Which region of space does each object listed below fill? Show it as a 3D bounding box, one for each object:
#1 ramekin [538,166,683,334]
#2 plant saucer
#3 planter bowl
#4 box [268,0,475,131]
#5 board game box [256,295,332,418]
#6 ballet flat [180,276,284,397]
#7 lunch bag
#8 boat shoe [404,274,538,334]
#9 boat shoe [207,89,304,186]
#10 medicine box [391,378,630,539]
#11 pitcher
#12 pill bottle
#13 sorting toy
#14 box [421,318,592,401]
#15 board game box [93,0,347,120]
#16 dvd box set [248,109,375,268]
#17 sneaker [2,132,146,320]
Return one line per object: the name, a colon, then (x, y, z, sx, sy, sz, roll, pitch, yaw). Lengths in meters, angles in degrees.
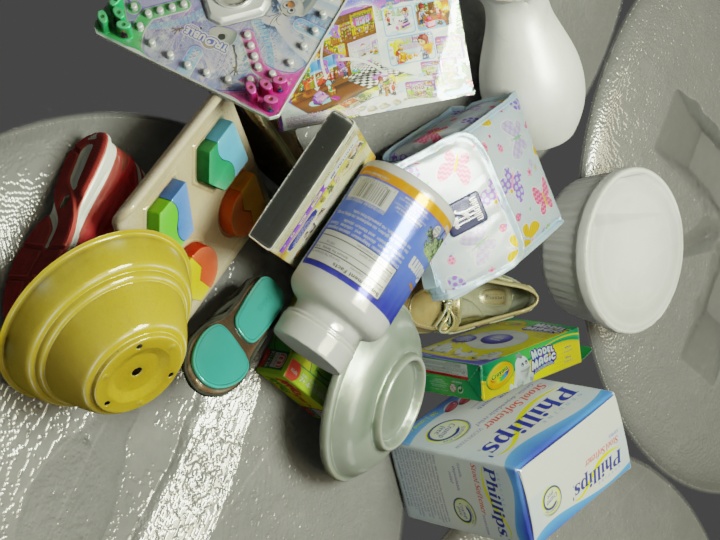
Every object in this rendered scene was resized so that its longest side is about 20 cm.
ramekin: (0.305, -0.028, 1.991, 0.201, 0.094, 0.205, -5, 98, -43)
plant saucer: (0.025, 0.134, 1.719, 0.200, 0.050, 0.202, -45, 144, -47)
planter bowl: (-0.217, 0.067, 1.443, 0.199, 0.084, 0.202, -28, 144, -22)
box: (0.004, -0.222, 1.577, 0.198, 0.039, 0.139, -11, 97, -11)
board game box: (-0.023, 0.047, 1.718, 0.101, 0.047, 0.201, 41, 66, -37)
ballet flat: (-0.134, 0.075, 1.567, 0.068, 0.068, 0.200, 55, 31, -8)
lunch bag: (0.117, -0.079, 1.768, 0.199, 0.126, 0.171, -34, 108, -43)
boat shoe: (0.118, 0.035, 1.840, 0.199, 0.063, 0.074, 0, 94, -44)
boat shoe: (-0.095, -0.165, 1.613, 0.066, 0.074, 0.201, -46, 123, -24)
medicine box: (0.168, 0.207, 1.808, 0.181, 0.199, 0.104, -31, 114, -37)
pitcher: (0.191, -0.256, 1.856, 0.172, 0.120, 0.202, -84, 161, -58)
pill bottle: (0.000, 0.000, 1.617, 0.112, 0.112, 0.201, 41, 76, -37)
sorting toy: (-0.151, -0.053, 1.538, 0.186, 0.036, 0.201, -56, 152, -28)
box: (0.165, 0.097, 1.854, 0.199, 0.117, 0.049, -14, 104, -42)
board game box: (-0.120, -0.266, 1.518, 0.201, 0.198, 0.026, -61, 172, -20)
dvd box set: (-0.044, -0.075, 1.591, 0.147, 0.029, 0.200, -56, 172, 0)
sneaker: (-0.242, -0.015, 1.486, 0.115, 0.078, 0.202, 37, 70, -37)
